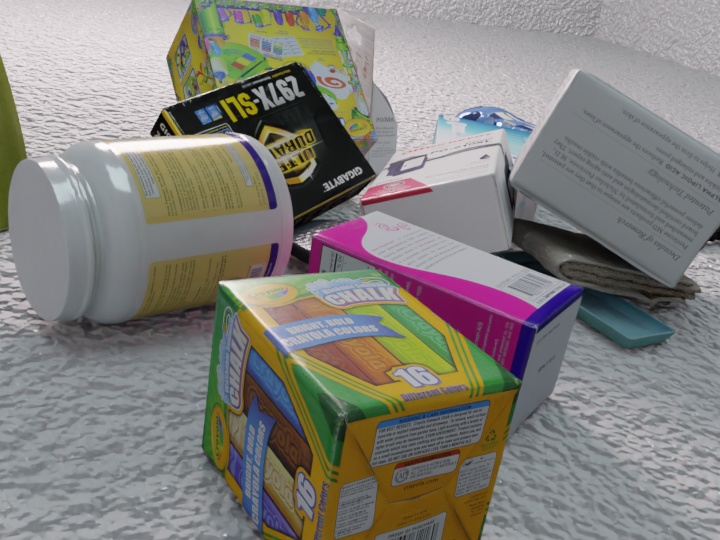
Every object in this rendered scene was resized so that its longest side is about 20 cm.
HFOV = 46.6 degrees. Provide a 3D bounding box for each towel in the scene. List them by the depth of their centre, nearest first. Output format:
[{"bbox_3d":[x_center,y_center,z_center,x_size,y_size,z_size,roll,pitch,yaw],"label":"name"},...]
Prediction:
[{"bbox_3d":[0.260,-0.009,0.913,0.197,0.035,0.133,11,17,-23],"label":"towel"}]

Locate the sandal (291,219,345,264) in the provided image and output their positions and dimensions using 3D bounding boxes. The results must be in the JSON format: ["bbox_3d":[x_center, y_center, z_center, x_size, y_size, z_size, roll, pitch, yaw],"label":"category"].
[{"bbox_3d":[0.000,0.000,0.811,0.199,0.043,0.076,27,36,37],"label":"sandal"}]

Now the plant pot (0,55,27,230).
[{"bbox_3d":[-0.413,-0.159,0.805,0.184,0.203,0.188,8,23,-3],"label":"plant pot"}]

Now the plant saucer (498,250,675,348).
[{"bbox_3d":[0.229,0.027,0.873,0.069,0.019,0.200,-5,26,-31],"label":"plant saucer"}]

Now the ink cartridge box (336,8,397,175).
[{"bbox_3d":[0.006,-0.252,1.186,0.056,0.203,0.163,-3,26,-21],"label":"ink cartridge box"}]

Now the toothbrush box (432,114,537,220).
[{"bbox_3d":[0.165,-0.138,1.137,0.144,0.086,0.200,11,23,1],"label":"toothbrush box"}]

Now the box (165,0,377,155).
[{"bbox_3d":[-0.112,-0.214,1.033,0.198,0.122,0.195,-5,69,-33],"label":"box"}]

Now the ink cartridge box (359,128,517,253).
[{"bbox_3d":[0.094,-0.082,0.923,0.143,0.085,0.200,-10,19,16],"label":"ink cartridge box"}]

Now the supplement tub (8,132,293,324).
[{"bbox_3d":[-0.171,-0.037,0.695,0.198,0.147,0.145,-11,30,-40],"label":"supplement tub"}]

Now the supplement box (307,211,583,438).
[{"bbox_3d":[0.059,0.036,0.676,0.198,0.105,0.101,24,27,28],"label":"supplement box"}]

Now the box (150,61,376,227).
[{"bbox_3d":[-0.098,-0.122,0.885,0.199,0.049,0.161,-31,83,-41],"label":"box"}]

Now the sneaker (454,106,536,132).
[{"bbox_3d":[0.235,-0.215,1.360,0.198,0.075,0.082,19,27,22],"label":"sneaker"}]

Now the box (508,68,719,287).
[{"bbox_3d":[0.275,-0.108,0.891,0.199,0.132,0.199,33,18,3],"label":"box"}]

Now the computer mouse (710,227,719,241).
[{"bbox_3d":[0.447,-0.095,1.200,0.139,0.047,0.200,-4,27,-26],"label":"computer mouse"}]

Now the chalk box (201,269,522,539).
[{"bbox_3d":[-0.019,0.078,0.519,0.123,0.126,0.200,-6,28,-33],"label":"chalk box"}]
